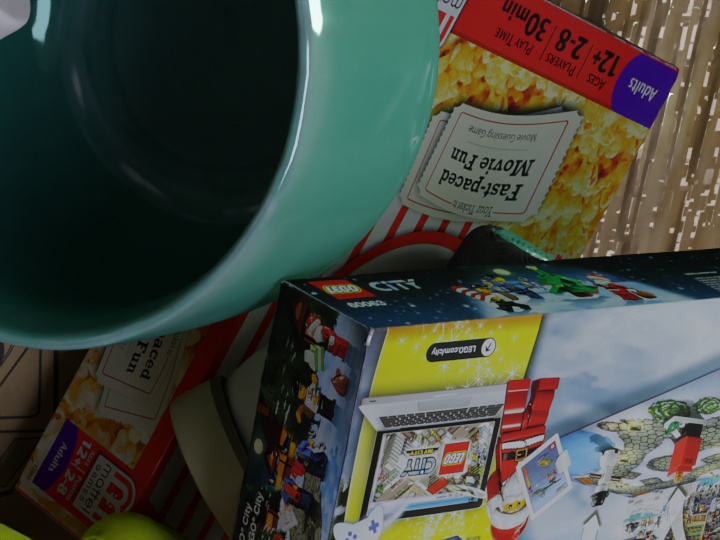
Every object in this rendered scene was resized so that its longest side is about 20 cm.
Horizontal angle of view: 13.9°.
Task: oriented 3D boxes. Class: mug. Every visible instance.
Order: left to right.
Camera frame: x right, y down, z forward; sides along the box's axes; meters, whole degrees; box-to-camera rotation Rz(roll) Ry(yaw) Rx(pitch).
[{"bbox_3d":[-0.056,-0.076,0.775,0.114,0.152,0.185,-11,102,-65],"label":"mug"}]

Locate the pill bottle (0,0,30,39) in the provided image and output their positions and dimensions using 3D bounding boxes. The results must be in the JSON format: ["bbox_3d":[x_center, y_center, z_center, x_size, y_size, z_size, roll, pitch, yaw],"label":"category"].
[{"bbox_3d":[-0.183,-0.044,0.705,0.200,0.104,0.104,-28,128,9],"label":"pill bottle"}]

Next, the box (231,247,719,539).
[{"bbox_3d":[0.052,0.066,0.816,0.200,0.038,0.137,-4,113,-41],"label":"box"}]

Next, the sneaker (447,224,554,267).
[{"bbox_3d":[0.063,0.057,0.920,0.088,0.074,0.200,-51,148,-2],"label":"sneaker"}]

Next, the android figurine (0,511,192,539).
[{"bbox_3d":[-0.113,0.122,0.854,0.182,0.041,0.200,-29,138,30],"label":"android figurine"}]

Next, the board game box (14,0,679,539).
[{"bbox_3d":[0.000,0.000,0.900,0.151,0.046,0.200,17,103,-54],"label":"board game box"}]

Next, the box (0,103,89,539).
[{"bbox_3d":[-0.140,0.024,0.858,0.200,0.021,0.164,38,88,-38],"label":"box"}]

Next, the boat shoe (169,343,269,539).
[{"bbox_3d":[0.020,0.081,0.869,0.068,0.075,0.200,-30,145,7],"label":"boat shoe"}]
